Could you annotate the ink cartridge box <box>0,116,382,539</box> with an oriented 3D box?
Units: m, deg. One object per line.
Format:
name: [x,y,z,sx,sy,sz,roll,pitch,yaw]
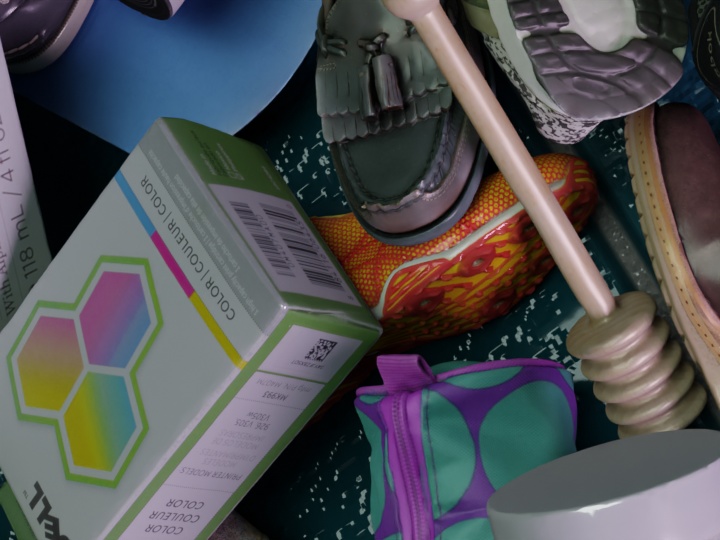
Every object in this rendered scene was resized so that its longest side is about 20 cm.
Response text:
ink cartridge box: [-0.090,0.053,0.838,0.200,0.059,0.104,-51,53,22]

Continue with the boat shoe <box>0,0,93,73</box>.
boat shoe: [-0.122,-0.182,0.903,0.072,0.063,0.201,19,86,24]

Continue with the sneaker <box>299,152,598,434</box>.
sneaker: [0.000,0.000,0.854,0.199,0.073,0.078,-29,65,19]

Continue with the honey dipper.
honey dipper: [0.064,-0.026,0.781,0.038,0.038,0.201,-23,110,22]

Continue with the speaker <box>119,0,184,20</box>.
speaker: [-0.047,-0.202,0.868,0.081,0.081,0.201,31,78,27]

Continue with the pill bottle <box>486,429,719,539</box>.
pill bottle: [0.108,0.160,0.722,0.112,0.112,0.201,-14,97,24]

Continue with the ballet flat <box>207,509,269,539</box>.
ballet flat: [-0.037,0.160,0.842,0.201,0.067,0.068,-102,17,-45]

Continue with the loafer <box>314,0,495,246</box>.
loafer: [0.008,-0.107,0.834,0.071,0.063,0.201,-14,56,23]

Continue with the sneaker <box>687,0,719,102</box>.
sneaker: [0.192,-0.108,0.750,0.199,0.114,0.077,-29,99,-20]

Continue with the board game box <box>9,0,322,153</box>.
board game box: [-0.089,-0.135,0.937,0.199,0.039,0.159,28,89,25]

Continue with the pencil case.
pencil case: [0.041,0.134,0.802,0.085,0.092,0.202,-10,77,38]

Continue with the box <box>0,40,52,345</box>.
box: [-0.241,-0.063,0.879,0.199,0.130,0.200,15,124,45]

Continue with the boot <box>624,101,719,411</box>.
boot: [0.195,0.004,0.769,0.165,0.072,0.201,-24,71,9]

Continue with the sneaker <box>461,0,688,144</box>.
sneaker: [0.048,-0.131,0.796,0.076,0.089,0.201,-13,73,-16]
